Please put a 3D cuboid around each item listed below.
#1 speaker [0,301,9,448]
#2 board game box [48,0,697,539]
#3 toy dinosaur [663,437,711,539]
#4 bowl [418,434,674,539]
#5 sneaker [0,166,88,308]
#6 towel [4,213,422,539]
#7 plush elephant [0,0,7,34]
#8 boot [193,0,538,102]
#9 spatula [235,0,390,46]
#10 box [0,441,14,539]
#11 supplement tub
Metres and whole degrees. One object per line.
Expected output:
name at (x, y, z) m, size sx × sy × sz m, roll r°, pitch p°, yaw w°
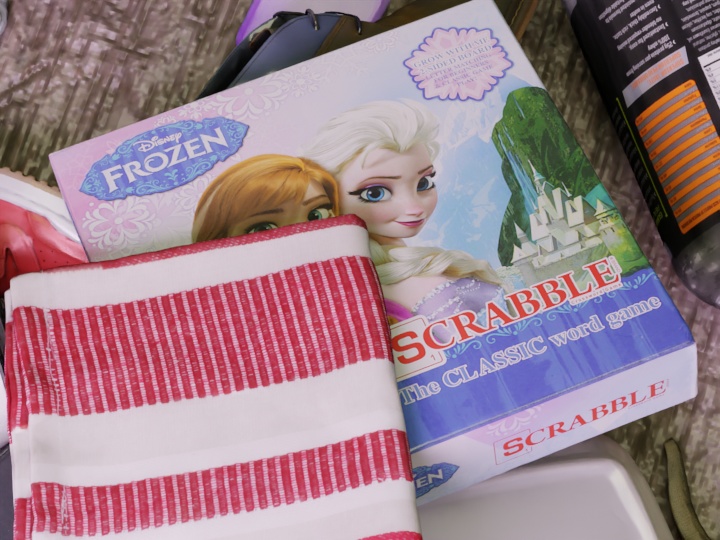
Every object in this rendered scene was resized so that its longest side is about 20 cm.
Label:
speaker at (-0.239, 0.058, 0.888) m, size 0.200 × 0.081 × 0.081 m, roll -15°, pitch 74°, yaw -3°
board game box at (0.000, 0.000, 0.867) m, size 0.200 × 0.041 × 0.200 m, roll -21°, pitch 53°, yaw -8°
toy dinosaur at (0.182, 0.155, 0.921) m, size 0.200 × 0.088 × 0.047 m, roll 47°, pitch 110°, yaw 13°
bowl at (0.056, 0.150, 0.861) m, size 0.199 × 0.075 × 0.200 m, roll -6°, pitch 65°, yaw -28°
sneaker at (-0.198, 0.006, 0.953) m, size 0.200 × 0.071 × 0.113 m, roll 15°, pitch 69°, yaw 11°
towel at (-0.054, 0.069, 0.785) m, size 0.144 × 0.023 × 0.200 m, roll -10°, pitch 53°, yaw 1°
plush elephant at (-0.145, -0.207, 0.976) m, size 0.164 × 0.155 × 0.200 m, roll 24°, pitch 73°, yaw 5°
boot at (0.004, -0.101, 0.975) m, size 0.097 × 0.075 × 0.200 m, roll 37°, pitch 76°, yaw -20°
spatula at (-0.056, -0.059, 1.004) m, size 0.056 × 0.021 × 0.200 m, roll 30°, pitch 75°, yaw 3°
box at (-0.165, 0.172, 0.833) m, size 0.122 × 0.106 × 0.200 m, roll 50°, pitch 49°, yaw -5°
supplement tub at (0.174, -0.070, 0.963) m, size 0.122 × 0.123 × 0.200 m, roll -19°, pitch 75°, yaw -7°
